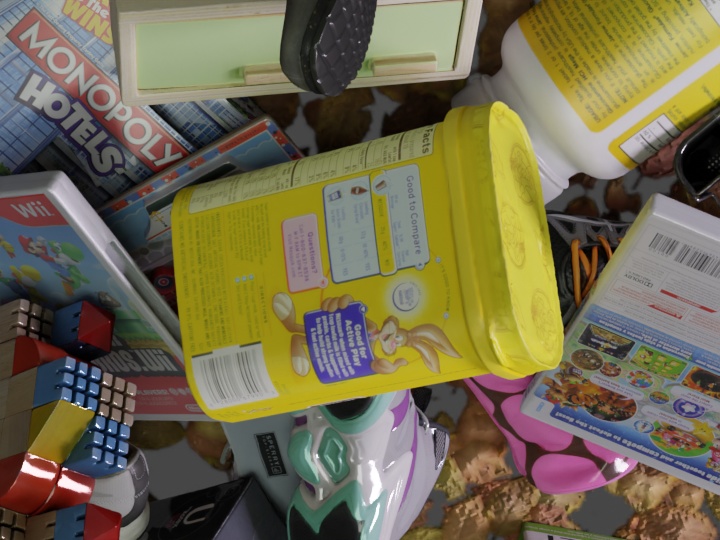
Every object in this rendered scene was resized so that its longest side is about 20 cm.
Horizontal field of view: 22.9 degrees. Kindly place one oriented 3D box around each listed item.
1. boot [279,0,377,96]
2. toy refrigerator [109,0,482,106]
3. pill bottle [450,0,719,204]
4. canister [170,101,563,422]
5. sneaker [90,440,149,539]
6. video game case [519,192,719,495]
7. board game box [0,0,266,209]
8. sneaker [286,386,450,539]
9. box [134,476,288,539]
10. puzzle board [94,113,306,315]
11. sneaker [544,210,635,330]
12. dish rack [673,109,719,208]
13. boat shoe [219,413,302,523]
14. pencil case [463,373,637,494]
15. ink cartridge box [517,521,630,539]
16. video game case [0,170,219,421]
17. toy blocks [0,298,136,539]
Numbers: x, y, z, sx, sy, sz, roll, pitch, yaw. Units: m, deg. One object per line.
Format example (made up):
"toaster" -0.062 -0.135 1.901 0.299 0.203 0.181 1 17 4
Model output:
"boot" -0.055 -0.172 0.931 0.131 0.200 0.068 4 144 10
"toy refrigerator" -0.037 -0.144 0.988 0.200 0.070 0.076 -6 144 -10
"pill bottle" 0.156 -0.126 1.033 0.200 0.112 0.112 -36 108 15
"canister" 0.000 0.000 0.992 0.200 0.087 0.149 -12 76 22
"sneaker" -0.216 0.098 1.130 0.200 0.074 0.079 28 132 11
"video game case" 0.191 0.049 1.013 0.143 0.018 0.200 22 139 -3
"board game box" -0.157 -0.116 1.069 0.200 0.062 0.200 -42 107 17
"sneaker" 0.012 0.085 1.119 0.078 0.140 0.200 16 112 27
"box" -0.139 0.227 1.151 0.200 0.122 0.106 -19 114 35
"puzzle board" -0.101 0.000 1.108 0.200 0.017 0.151 -28 132 15
"sneaker" 0.154 0.000 1.062 0.200 0.077 0.078 -4 91 -34
"dish rack" 0.293 -0.032 1.002 0.153 0.055 0.200 -39 80 7
"boat shoe" -0.057 0.114 1.162 0.074 0.068 0.199 -10 125 10
"pencil case" 0.097 0.057 1.128 0.094 0.091 0.200 -32 111 11
"ink cartridge box" 0.175 0.258 1.151 0.148 0.200 0.076 10 113 -4
"video game case" -0.175 0.021 1.065 0.143 0.017 0.200 -3 135 38
"toy blocks" -0.186 0.093 1.003 0.137 0.200 0.100 -20 146 38
